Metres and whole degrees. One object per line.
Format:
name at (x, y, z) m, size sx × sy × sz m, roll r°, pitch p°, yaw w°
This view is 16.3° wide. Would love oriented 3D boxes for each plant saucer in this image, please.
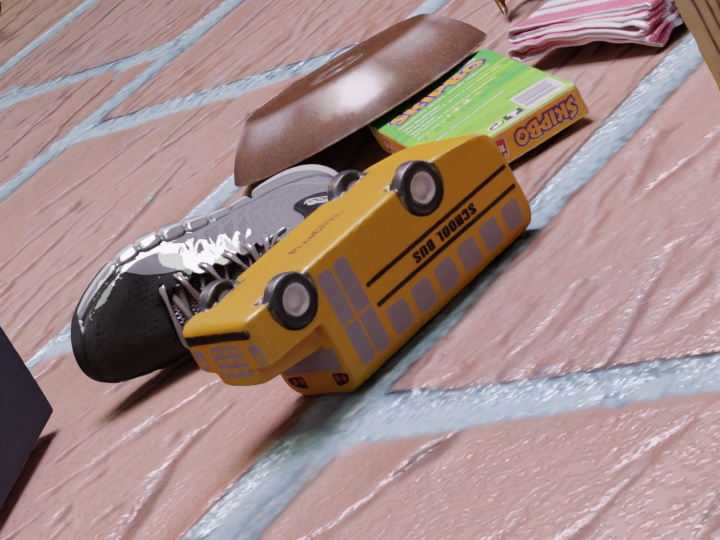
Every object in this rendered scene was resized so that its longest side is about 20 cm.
plant saucer at (-0.008, -0.123, 1.712) m, size 0.200 × 0.037 × 0.200 m, roll -31°, pitch 10°, yaw 6°

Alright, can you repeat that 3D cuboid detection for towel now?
towel at (0.204, -0.195, 1.640) m, size 0.200 × 0.030 × 0.146 m, roll -37°, pitch 19°, yaw -30°

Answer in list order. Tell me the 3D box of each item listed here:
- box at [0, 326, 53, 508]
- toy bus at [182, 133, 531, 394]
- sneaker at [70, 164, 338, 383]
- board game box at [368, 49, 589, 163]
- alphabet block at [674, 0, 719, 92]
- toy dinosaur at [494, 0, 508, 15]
box at (-0.303, 0.116, 1.412) m, size 0.198 × 0.123 × 0.200 m, roll -24°, pitch 20°, yaw 20°
toy bus at (0.000, 0.000, 1.327) m, size 0.065 × 0.078 × 0.200 m, roll -7°, pitch 29°, yaw 50°
sneaker at (-0.068, 0.002, 1.445) m, size 0.200 × 0.075 × 0.115 m, roll -35°, pitch 20°, yaw -20°
board game box at (0.068, -0.097, 1.575) m, size 0.095 × 0.030 × 0.200 m, roll -32°, pitch 19°, yaw -6°
alphabet block at (0.261, -0.159, 1.161) m, size 0.195 × 0.197 × 0.200 m, roll -31°, pitch 17°, yaw -10°
toy dinosaur at (0.141, -0.225, 1.801) m, size 0.106 × 0.061 × 0.200 m, roll -16°, pitch 10°, yaw -14°
